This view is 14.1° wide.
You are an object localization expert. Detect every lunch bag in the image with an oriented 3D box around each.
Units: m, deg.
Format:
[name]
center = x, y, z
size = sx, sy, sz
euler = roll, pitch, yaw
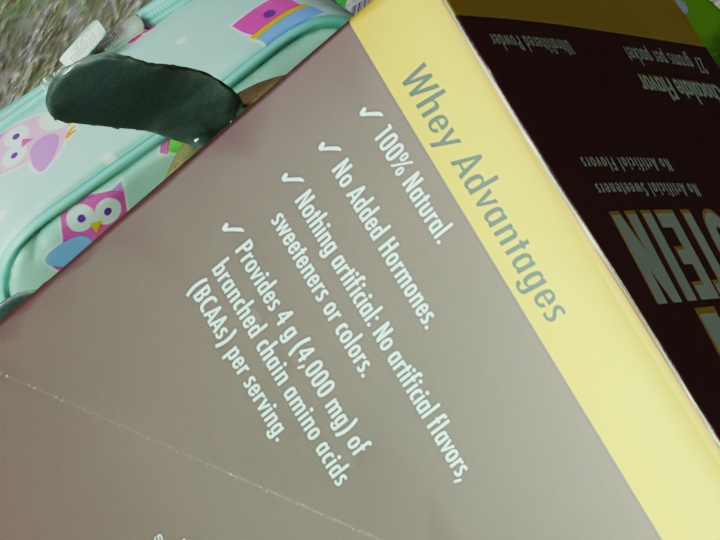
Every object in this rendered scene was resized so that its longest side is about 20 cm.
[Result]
[lunch bag]
center = -0.043, 0.006, 0.931
size = 0.160, 0.200, 0.077
euler = -34, 39, -6

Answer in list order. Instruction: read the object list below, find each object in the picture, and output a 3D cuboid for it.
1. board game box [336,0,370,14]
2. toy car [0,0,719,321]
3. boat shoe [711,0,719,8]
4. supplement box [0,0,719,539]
[board game box]
center = 0.044, -0.025, 1.053
size = 0.153, 0.200, 0.040
euler = -28, 41, 43
[toy car]
center = 0.000, 0.000, 0.816
size = 0.158, 0.199, 0.165
euler = -112, 36, -56
[boat shoe]
center = 0.154, -0.092, 1.081
size = 0.200, 0.071, 0.070
euler = -27, 44, 54
[supplement box]
center = 0.022, 0.068, 0.676
size = 0.200, 0.133, 0.198
euler = -39, 72, 25
